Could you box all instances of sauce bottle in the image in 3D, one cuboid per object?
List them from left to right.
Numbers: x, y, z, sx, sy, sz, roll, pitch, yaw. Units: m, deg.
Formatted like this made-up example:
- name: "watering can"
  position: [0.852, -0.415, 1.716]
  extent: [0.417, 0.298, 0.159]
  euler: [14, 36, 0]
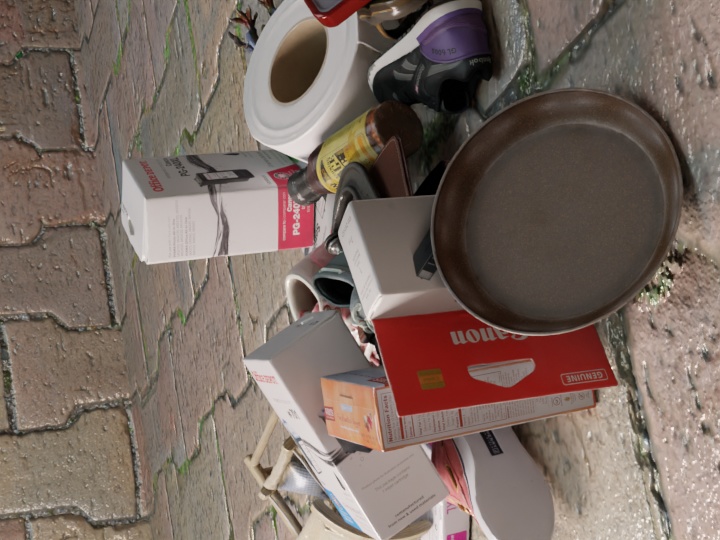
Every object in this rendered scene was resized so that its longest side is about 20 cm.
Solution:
- name: "sauce bottle"
  position: [-0.012, -0.115, 1.319]
  extent: [0.200, 0.066, 0.066]
  euler: [-29, 67, 55]

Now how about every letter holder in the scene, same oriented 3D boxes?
- name: "letter holder"
  position: [0.060, -0.034, 1.255]
  extent: [0.200, 0.100, 0.142]
  euler: [121, 141, -58]

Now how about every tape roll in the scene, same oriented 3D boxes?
- name: "tape roll"
  position: [-0.044, -0.222, 1.405]
  extent: [0.202, 0.071, 0.203]
  euler: [-24, 56, 42]

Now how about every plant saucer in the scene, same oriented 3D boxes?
- name: "plant saucer"
  position: [0.149, -0.043, 0.958]
  extent: [0.032, 0.200, 0.200]
  euler: [35, -146, -56]

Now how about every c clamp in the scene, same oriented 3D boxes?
- name: "c clamp"
  position: [0.000, 0.000, 1.236]
  extent: [0.171, 0.027, 0.200]
  euler: [108, 151, -46]

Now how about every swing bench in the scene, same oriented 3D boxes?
- name: "swing bench"
  position: [-0.031, 0.251, 1.414]
  extent: [0.199, 0.130, 0.200]
  euler: [114, 142, -55]

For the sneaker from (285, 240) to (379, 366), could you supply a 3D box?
- name: "sneaker"
  position: [-0.006, 0.063, 1.349]
  extent: [0.200, 0.105, 0.075]
  euler: [53, 136, 5]

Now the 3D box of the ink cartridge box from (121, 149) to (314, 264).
- name: "ink cartridge box"
  position: [-0.170, -0.078, 1.469]
  extent: [0.145, 0.200, 0.083]
  euler: [-133, 41, -59]

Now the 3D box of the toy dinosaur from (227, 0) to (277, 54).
- name: "toy dinosaur"
  position: [-0.098, -0.305, 1.695]
  extent: [0.182, 0.105, 0.200]
  euler: [59, -173, 26]

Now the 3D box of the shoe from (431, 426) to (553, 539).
- name: "shoe"
  position: [0.120, 0.204, 1.179]
  extent: [0.091, 0.071, 0.200]
  euler: [97, 159, -44]

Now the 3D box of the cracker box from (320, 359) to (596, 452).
- name: "cracker box"
  position: [0.081, 0.105, 1.082]
  extent: [0.134, 0.200, 0.058]
  euler: [178, 85, -70]

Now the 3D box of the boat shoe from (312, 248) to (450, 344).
- name: "boat shoe"
  position: [0.018, 0.037, 1.093]
  extent: [0.200, 0.062, 0.073]
  euler: [44, 157, 55]

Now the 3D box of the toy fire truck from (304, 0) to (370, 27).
- name: "toy fire truck"
  position: [0.011, -0.346, 1.223]
  extent: [0.168, 0.200, 0.112]
  euler: [60, -171, 28]

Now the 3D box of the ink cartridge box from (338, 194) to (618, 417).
- name: "ink cartridge box"
  position: [0.101, 0.018, 1.012]
  extent: [0.045, 0.200, 0.176]
  euler: [114, 144, -52]

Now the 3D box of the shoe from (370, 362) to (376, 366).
- name: "shoe"
  position: [-0.034, 0.127, 1.577]
  extent: [0.200, 0.071, 0.091]
  euler: [122, 144, -51]

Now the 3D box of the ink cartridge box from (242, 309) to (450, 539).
- name: "ink cartridge box"
  position: [-0.017, 0.145, 1.198]
  extent: [0.200, 0.086, 0.146]
  euler: [57, 166, -5]

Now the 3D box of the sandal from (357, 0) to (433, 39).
- name: "sandal"
  position: [0.046, -0.259, 1.238]
  extent: [0.055, 0.082, 0.200]
  euler: [54, -179, -13]

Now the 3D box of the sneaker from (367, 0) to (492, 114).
- name: "sneaker"
  position: [0.066, -0.185, 1.240]
  extent: [0.200, 0.076, 0.088]
  euler: [139, 117, -65]

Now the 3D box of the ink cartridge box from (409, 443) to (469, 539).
- name: "ink cartridge box"
  position: [0.063, 0.220, 1.388]
  extent: [0.200, 0.042, 0.120]
  euler: [-146, 52, -62]

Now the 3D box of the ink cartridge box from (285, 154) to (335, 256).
- name: "ink cartridge box"
  position: [-0.023, -0.079, 1.482]
  extent: [0.200, 0.083, 0.147]
  euler: [-117, 29, -43]
